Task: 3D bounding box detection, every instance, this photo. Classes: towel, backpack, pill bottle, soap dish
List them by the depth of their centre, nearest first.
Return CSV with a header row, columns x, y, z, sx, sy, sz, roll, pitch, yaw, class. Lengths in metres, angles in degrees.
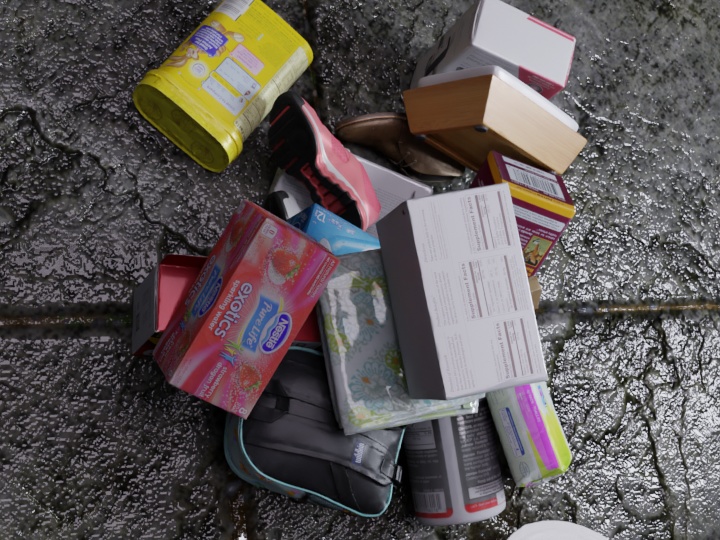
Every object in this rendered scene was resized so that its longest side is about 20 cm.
x,y,z,sx,sy,sz,roll,pitch,yaw,class
0.042,0.073,1.259,0.170,0.048,0.201,-9,85,-15,towel
-0.059,0.183,1.316,0.199,0.153,0.176,22,74,-22,backpack
0.108,0.203,1.389,0.113,0.114,0.201,-8,88,-25,pill bottle
0.170,-0.183,1.461,0.200,0.157,0.082,25,73,-39,soap dish

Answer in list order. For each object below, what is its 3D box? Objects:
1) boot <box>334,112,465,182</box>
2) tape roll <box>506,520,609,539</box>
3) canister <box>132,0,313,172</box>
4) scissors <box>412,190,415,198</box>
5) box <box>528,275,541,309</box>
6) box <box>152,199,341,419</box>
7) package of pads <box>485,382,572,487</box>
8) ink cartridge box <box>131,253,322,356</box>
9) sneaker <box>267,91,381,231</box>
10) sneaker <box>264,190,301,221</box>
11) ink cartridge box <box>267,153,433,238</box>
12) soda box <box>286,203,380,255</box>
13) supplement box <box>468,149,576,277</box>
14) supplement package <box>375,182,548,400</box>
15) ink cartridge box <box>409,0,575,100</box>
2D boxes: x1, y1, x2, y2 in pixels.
x,y,z,sx,sy,sz,roll,pitch,yaw,class
0.059,-0.165,1.519,0.199,0.074,0.076,6,79,-25,boot
0.251,0.406,1.374,0.202,0.071,0.203,11,38,-9,tape roll
-0.169,-0.245,1.436,0.148,0.087,0.200,40,62,-8,canister
0.046,-0.003,1.442,0.073,0.014,0.201,-1,99,-58,scissors
0.124,0.064,1.382,0.199,0.163,0.021,-23,78,3,box
-0.122,0.041,1.199,0.102,0.095,0.200,30,93,-26,box
0.210,0.185,1.411,0.068,0.200,0.155,-21,83,11,package of pads
-0.149,0.048,1.307,0.199,0.176,0.084,5,73,-21,ink cartridge box
-0.043,-0.132,1.407,0.201,0.074,0.087,60,35,1,sneaker
-0.042,-0.018,1.423,0.115,0.076,0.201,-25,100,-27,sneaker
-0.027,-0.063,1.468,0.199,0.044,0.174,21,92,-16,ink cartridge box
0.000,0.000,1.358,0.200,0.068,0.064,29,59,-25,soda box
0.173,-0.038,1.451,0.110,0.200,0.086,19,32,-18,supplement box
0.099,0.027,1.173,0.110,0.156,0.201,-10,86,-12,supplement package
0.171,-0.265,1.520,0.145,0.200,0.085,22,68,-15,ink cartridge box
